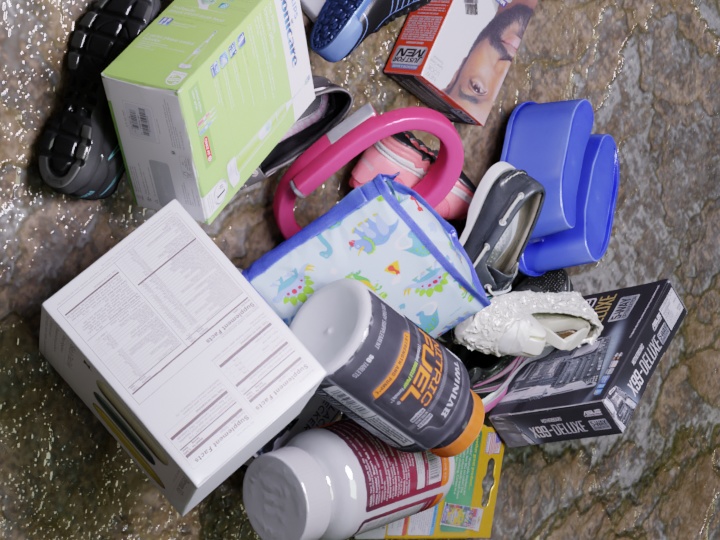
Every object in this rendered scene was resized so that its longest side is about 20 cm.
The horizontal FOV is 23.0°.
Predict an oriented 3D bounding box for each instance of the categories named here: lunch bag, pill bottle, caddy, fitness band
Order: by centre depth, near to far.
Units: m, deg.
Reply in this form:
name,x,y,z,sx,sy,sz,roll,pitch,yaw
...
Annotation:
name,x,y,z,sx,sy,sz,roll,pitch,yaw
pill bottle,0.030,0.099,1.630,0.200,0.106,0.107,38,73,-37
lunch bag,0.000,0.000,1.683,0.169,0.128,0.200,-35,147,13
pill bottle,-0.011,0.198,1.697,0.199,0.109,0.111,-11,105,-45
fitness band,0.009,-0.084,1.723,0.199,0.038,0.144,-37,134,12
caddy,0.203,-0.091,1.906,0.141,0.104,0.201,49,46,-44

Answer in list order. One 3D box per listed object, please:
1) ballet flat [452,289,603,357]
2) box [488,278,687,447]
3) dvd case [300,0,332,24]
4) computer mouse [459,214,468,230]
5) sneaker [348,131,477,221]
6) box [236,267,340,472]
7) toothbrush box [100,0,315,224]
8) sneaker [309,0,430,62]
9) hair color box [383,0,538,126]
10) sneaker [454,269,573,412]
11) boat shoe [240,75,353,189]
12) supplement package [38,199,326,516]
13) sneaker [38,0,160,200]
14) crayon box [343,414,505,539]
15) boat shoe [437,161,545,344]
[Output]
name,x,y,z,sx,sy,sz,roll,pitch,yaw
ballet flat,0.182,0.057,1.823,0.199,0.071,0.072,-7,102,-45
box,0.248,0.101,1.919,0.050,0.157,0.200,55,48,-22
dvd case,-0.039,-0.334,1.722,0.200,0.017,0.143,46,68,-36
computer mouse,0.082,0.034,1.869,0.201,0.046,0.140,-55,147,-5
sneaker,0.058,-0.083,1.829,0.087,0.074,0.200,-47,138,12
box,-0.110,0.101,1.705,0.117,0.060,0.200,-51,126,-22
toothbrush box,-0.130,-0.163,1.573,0.200,0.085,0.146,-53,146,-38
sneaker,0.028,-0.271,1.733,0.078,0.070,0.201,44,68,-30
hair color box,0.115,-0.265,1.837,0.111,0.064,0.201,32,77,-40
sneaker,0.164,0.065,1.902,0.201,0.080,0.087,-54,158,-22
boat shoe,-0.089,-0.127,1.687,0.200,0.057,0.067,-38,120,-30
supplement package,-0.158,0.079,1.531,0.150,0.152,0.200,-40,84,-19
sneaker,-0.222,-0.157,1.571,0.079,0.075,0.201,27,84,-56
crayon box,0.062,0.219,1.879,0.199,0.051,0.127,8,92,-41
boat shoe,0.130,-0.008,1.801,0.075,0.060,0.202,-9,122,-47
